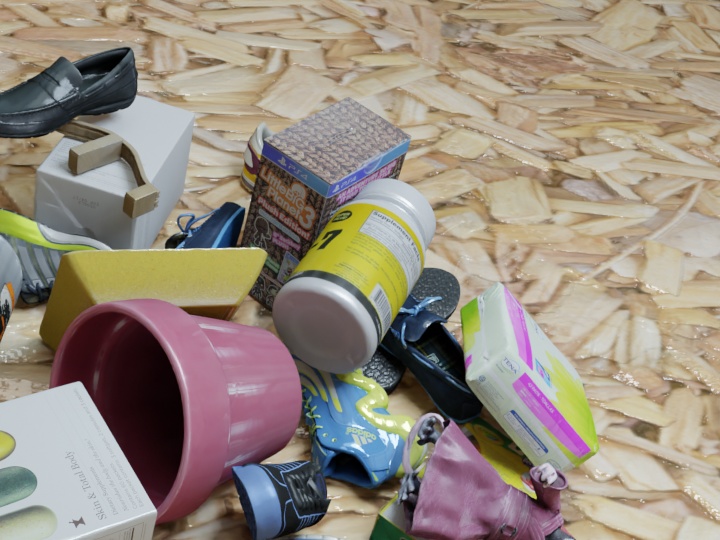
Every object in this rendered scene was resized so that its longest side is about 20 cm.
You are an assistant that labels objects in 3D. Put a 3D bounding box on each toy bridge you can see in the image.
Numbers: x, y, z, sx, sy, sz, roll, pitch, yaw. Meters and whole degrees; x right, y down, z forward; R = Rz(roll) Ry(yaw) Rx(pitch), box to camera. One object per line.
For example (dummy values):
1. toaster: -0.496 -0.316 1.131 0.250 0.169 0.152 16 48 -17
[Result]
1. toy bridge: -0.282 -0.125 1.274 0.199 0.027 0.067 36 41 26

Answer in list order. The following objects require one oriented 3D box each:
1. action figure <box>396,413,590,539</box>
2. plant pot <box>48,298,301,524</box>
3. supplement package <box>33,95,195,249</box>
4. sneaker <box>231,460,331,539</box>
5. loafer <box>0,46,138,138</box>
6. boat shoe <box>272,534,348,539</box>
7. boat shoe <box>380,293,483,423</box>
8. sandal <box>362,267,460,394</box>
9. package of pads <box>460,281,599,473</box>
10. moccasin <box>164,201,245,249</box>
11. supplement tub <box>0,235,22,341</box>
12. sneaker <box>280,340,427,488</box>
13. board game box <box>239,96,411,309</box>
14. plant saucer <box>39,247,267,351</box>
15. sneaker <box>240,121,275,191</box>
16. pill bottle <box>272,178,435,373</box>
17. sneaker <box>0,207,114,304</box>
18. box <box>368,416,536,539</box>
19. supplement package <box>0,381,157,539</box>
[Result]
1. action figure: 0.125 0.230 1.096 0.198 0.135 0.149 29 -6 -7
2. plant pot: -0.158 0.122 1.097 0.178 0.201 0.200 -4 40 -49
3. supplement package: -0.281 -0.102 1.368 0.120 0.121 0.201 17 38 2
4. sneaker: -0.065 0.193 1.031 0.077 0.200 0.071 -18 81 -8
5. loafer: -0.322 -0.194 1.268 0.068 0.071 0.200 34 40 28
6. boat shoe: -0.001 0.287 1.040 0.197 0.073 0.073 11 48 0
7. boat shoe: 0.074 0.068 1.290 0.084 0.069 0.200 -35 71 -33
8. sandal: 0.046 0.069 1.357 0.075 0.048 0.201 33 53 10
9. package of pads: 0.175 0.113 1.243 0.155 0.068 0.200 49 16 -13
10. moccasin: -0.192 -0.023 1.342 0.067 0.081 0.200 19 36 10
11. supplement tub: -0.401 0.054 1.124 0.121 0.123 0.201 12 38 -7
12. sneaker: -0.029 0.143 1.204 0.199 0.076 0.105 36 41 21
13. board game box: -0.046 -0.069 1.358 0.096 0.202 0.159 33 39 20
14. plant saucer: -0.207 0.043 1.181 0.197 0.200 0.049 -2 66 -23
15. sneaker: -0.057 -0.115 1.500 0.198 0.091 0.075 22 37 6
16. pill bottle: 0.000 0.000 1.224 0.113 0.115 0.201 25 45 9
17. sneaker: -0.321 0.003 1.262 0.198 0.074 0.082 17 71 10
18. box: 0.110 0.231 1.176 0.117 0.049 0.200 33 42 20
19. supplement package: -0.291 0.214 0.945 0.198 0.152 0.152 -14 48 -34
